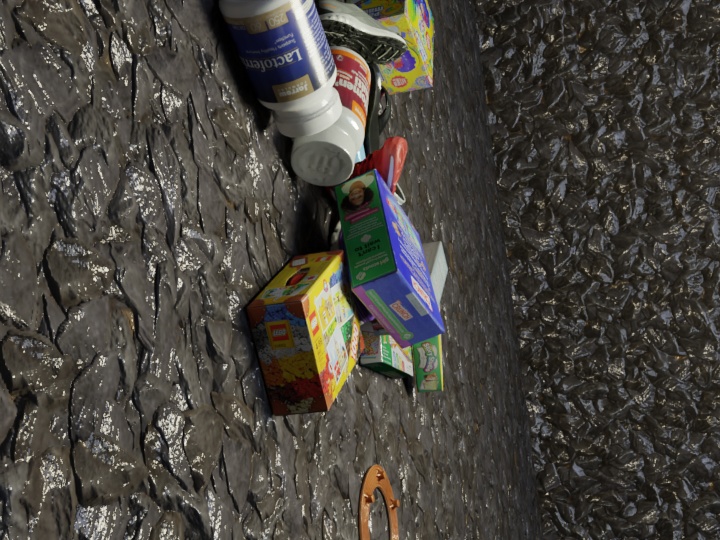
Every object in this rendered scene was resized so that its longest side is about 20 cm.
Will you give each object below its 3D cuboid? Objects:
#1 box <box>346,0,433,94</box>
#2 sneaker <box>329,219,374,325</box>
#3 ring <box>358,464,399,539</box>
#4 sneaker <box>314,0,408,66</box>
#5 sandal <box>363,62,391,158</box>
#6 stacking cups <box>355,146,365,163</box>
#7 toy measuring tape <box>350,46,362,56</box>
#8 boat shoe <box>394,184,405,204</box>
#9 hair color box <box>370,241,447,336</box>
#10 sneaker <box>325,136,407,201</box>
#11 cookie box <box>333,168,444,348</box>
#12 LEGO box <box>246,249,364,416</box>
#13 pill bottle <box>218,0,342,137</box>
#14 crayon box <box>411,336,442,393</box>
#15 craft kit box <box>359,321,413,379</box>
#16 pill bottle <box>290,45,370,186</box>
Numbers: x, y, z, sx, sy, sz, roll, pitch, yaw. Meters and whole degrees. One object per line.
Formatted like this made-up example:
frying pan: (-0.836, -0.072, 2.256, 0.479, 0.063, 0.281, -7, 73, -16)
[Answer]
box: (0.059, -0.483, 1.841, 0.200, 0.121, 0.194, 58, 30, -54)
sneaker: (0.000, 0.000, 1.487, 0.081, 0.083, 0.201, 56, 30, -56)
ring: (0.036, 0.417, 1.532, 0.200, 0.019, 0.202, -9, 90, -73)
sneaker: (0.003, -0.407, 1.595, 0.199, 0.074, 0.080, 14, 55, -40)
sandal: (0.020, -0.256, 1.576, 0.075, 0.048, 0.201, 47, -34, 42)
stacking cups: (-0.021, -0.197, 1.570, 0.061, 0.060, 0.201, -61, 145, -64)
toy measuring tape: (-0.017, -0.349, 1.653, 0.201, 0.073, 0.074, 68, 8, 30)
boat shoe: (0.022, -0.200, 1.678, 0.075, 0.064, 0.203, -70, 145, -59)
hair color box: (0.081, 0.027, 1.573, 0.200, 0.098, 0.061, -67, 145, -59)
sneaker: (0.000, -0.146, 1.467, 0.200, 0.115, 0.079, 106, 3, -56)
cookie box: (0.040, -0.016, 1.372, 0.171, 0.075, 0.201, 52, 20, -46)
LEGO box: (-0.066, 0.077, 1.240, 0.200, 0.077, 0.150, -55, 135, -66)
pill bottle: (-0.097, -0.281, 1.232, 0.116, 0.115, 0.201, -79, 155, -47)
crayon box: (0.124, 0.104, 1.816, 0.173, 0.058, 0.201, -87, 172, -47)
craft kit box: (0.042, 0.079, 1.665, 0.200, 0.048, 0.199, 35, 47, -68)
pill bottle: (-0.045, -0.227, 1.392, 0.110, 0.109, 0.201, 64, 24, -47)
